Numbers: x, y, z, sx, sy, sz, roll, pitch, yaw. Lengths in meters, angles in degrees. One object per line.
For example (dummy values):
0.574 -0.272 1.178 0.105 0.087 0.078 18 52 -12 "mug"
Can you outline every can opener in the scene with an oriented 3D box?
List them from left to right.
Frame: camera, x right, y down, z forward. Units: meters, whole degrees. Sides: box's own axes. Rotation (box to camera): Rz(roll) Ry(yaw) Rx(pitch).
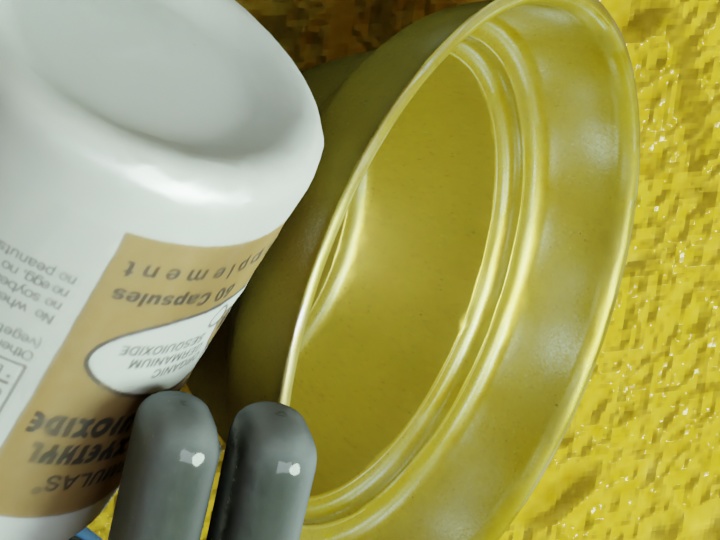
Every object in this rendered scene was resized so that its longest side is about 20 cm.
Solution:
-0.058 0.118 0.811 0.053 0.067 0.200 7 113 -15 "can opener"

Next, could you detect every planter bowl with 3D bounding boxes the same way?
0.000 0.000 0.879 0.200 0.083 0.201 -40 141 -43 "planter bowl"

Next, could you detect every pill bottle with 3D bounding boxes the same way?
-0.103 0.013 0.801 0.114 0.114 0.200 12 126 -33 "pill bottle"

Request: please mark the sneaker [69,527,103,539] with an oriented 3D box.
-0.146 0.156 0.883 0.200 0.083 0.071 -42 124 -7 "sneaker"
